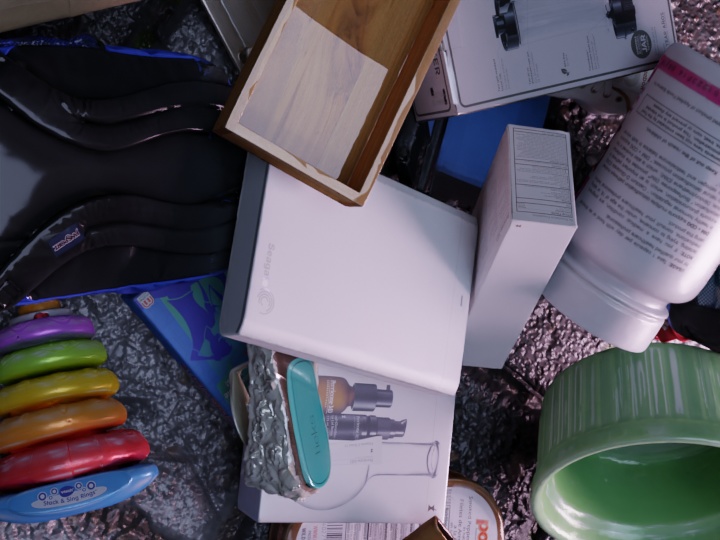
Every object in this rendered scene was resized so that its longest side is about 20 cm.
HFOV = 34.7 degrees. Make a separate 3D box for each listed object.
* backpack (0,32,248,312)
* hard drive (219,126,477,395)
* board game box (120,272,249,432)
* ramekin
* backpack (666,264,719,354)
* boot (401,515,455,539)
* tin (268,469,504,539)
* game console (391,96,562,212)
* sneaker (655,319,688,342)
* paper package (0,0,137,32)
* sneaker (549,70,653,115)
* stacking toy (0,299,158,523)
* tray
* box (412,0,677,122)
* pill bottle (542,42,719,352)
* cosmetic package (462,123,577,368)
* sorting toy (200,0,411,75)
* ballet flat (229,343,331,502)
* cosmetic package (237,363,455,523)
[{"bbox_3d":[-0.176,-0.069,0.741,0.198,0.167,0.164,-7,100,-32],"label":"backpack"},{"bbox_3d":[0.000,0.000,0.772,0.199,0.026,0.133,20,73,-42],"label":"hard drive"},{"bbox_3d":[-0.059,0.046,0.877,0.152,0.045,0.200,-43,108,-16],"label":"board game box"},{"bbox_3d":[0.235,0.145,0.926,0.199,0.200,0.098,25,47,-22],"label":"ramekin"},{"bbox_3d":[0.332,-0.022,0.918,0.182,0.147,0.202,23,89,-38],"label":"backpack"},{"bbox_3d":[-0.019,0.244,0.838,0.199,0.069,0.189,-36,108,14],"label":"boot"},{"bbox_3d":[0.025,0.218,0.924,0.198,0.042,0.113,4,95,-23],"label":"tin"},{"bbox_3d":[0.106,-0.152,0.906,0.115,0.176,0.202,14,85,6],"label":"game console"},{"bbox_3d":[0.248,0.006,0.990,0.198,0.078,0.117,2,90,-22],"label":"sneaker"},{"bbox_3d":[-0.228,-0.250,0.709,0.189,0.201,0.104,-19,144,-21],"label":"paper package"},{"bbox_3d":[0.182,-0.168,0.914,0.199,0.084,0.074,7,95,-46],"label":"sneaker"},{"bbox_3d":[-0.212,0.067,0.794,0.115,0.110,0.202,-11,81,-13],"label":"stacking toy"},{"bbox_3d":[-0.002,-0.151,0.705,0.098,0.037,0.201,28,83,-21],"label":"tray"},{"bbox_3d":[0.125,-0.183,0.822,0.198,0.060,0.118,-17,100,-24],"label":"box"},{"bbox_3d":[0.218,-0.049,0.828,0.113,0.114,0.201,23,108,-22],"label":"pill bottle"},{"bbox_3d":[0.108,-0.010,0.854,0.050,0.201,0.083,8,57,-5],"label":"cosmetic package"},{"bbox_3d":[-0.028,-0.176,0.809,0.106,0.180,0.201,-33,104,-18],"label":"sorting toy"},{"bbox_3d":[-0.062,0.054,0.771,0.071,0.072,0.202,-2,87,-23],"label":"ballet flat"},{"bbox_3d":[-0.004,0.082,0.850,0.149,0.052,0.202,5,89,-26],"label":"cosmetic package"}]
